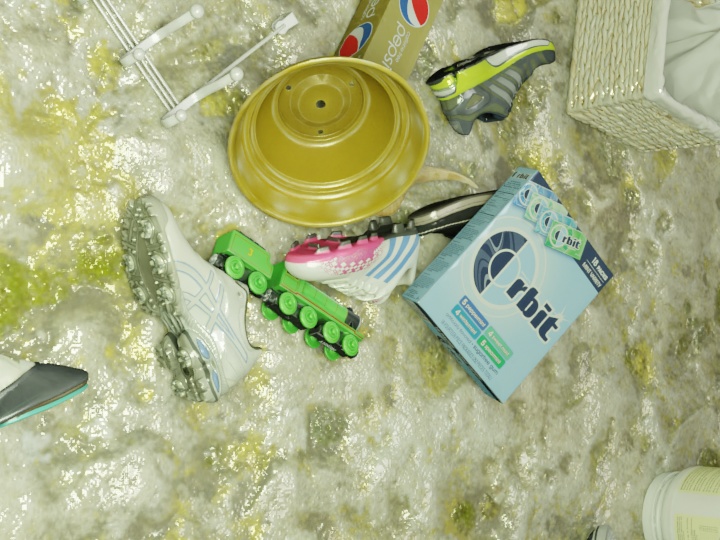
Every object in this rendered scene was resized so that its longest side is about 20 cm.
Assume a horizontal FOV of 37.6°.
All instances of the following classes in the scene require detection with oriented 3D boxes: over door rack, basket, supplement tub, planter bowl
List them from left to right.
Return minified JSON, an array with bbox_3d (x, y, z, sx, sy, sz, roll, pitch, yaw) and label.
[{"bbox_3d":[-0.151,-0.252,1.002,0.200,0.066,0.149,-48,116,-33],"label":"over door rack"},{"bbox_3d":[-0.035,-0.145,1.051,0.200,0.200,0.084,32,29,-33],"label":"planter bowl"},{"bbox_3d":[0.397,-0.276,1.410,0.197,0.160,0.203,17,74,-38],"label":"basket"},{"bbox_3d":[0.491,0.335,1.403,0.144,0.199,0.147,5,82,-39],"label":"supplement tub"}]

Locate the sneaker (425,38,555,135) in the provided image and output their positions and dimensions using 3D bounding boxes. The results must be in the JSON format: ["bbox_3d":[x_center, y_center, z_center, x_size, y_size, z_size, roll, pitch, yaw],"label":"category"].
[{"bbox_3d":[0.163,-0.224,1.272,0.199,0.074,0.082,-28,110,-31],"label":"sneaker"}]

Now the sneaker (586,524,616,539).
[{"bbox_3d":[0.273,0.394,1.300,0.079,0.079,0.201,64,27,-23],"label":"sneaker"}]

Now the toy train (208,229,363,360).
[{"bbox_3d":[-0.071,0.027,1.062,0.199,0.041,0.057,36,54,-32],"label":"toy train"}]

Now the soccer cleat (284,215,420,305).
[{"bbox_3d":[0.000,0.000,1.090,0.199,0.069,0.088,-17,109,-50],"label":"soccer cleat"}]

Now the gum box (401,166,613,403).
[{"bbox_3d":[0.167,0.016,1.180,0.200,0.044,0.170,-47,116,-10],"label":"gum box"}]

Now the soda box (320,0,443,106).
[{"bbox_3d":[0.027,-0.256,1.153,0.064,0.067,0.202,39,63,-30],"label":"soda box"}]

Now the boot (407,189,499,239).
[{"bbox_3d":[0.143,-0.014,1.229,0.199,0.073,0.153,-12,94,-46],"label":"boot"}]

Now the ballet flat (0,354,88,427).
[{"bbox_3d":[-0.308,0.107,0.834,0.199,0.073,0.074,-31,105,-36],"label":"ballet flat"}]

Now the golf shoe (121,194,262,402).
[{"bbox_3d":[-0.152,0.017,0.971,0.097,0.078,0.202,-30,114,-36],"label":"golf shoe"}]

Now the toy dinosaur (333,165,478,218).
[{"bbox_3d":[0.037,-0.111,1.168,0.198,0.058,0.102,-19,113,-32],"label":"toy dinosaur"}]
